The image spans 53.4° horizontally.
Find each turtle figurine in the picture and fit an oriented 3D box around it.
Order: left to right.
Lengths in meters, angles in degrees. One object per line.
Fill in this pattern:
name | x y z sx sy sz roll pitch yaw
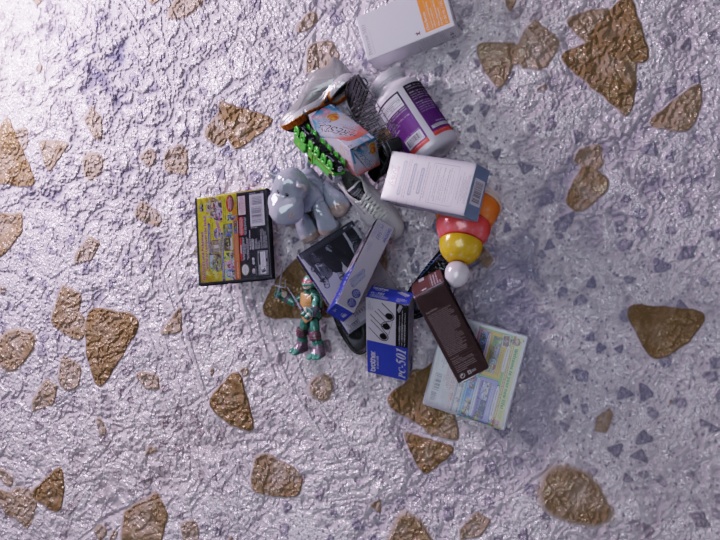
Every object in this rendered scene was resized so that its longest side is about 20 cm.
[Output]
turtle figurine | -0.121 0.086 1.557 0.099 0.149 0.204 -9 102 -25

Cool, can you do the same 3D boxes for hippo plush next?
hippo plush | -0.114 -0.158 1.532 0.157 0.161 0.203 21 96 16

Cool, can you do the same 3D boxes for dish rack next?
dish rack | 0.015 -0.303 1.503 0.054 0.154 0.202 -28 82 -17

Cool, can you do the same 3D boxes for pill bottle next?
pill bottle | 0.106 -0.321 1.492 0.112 0.112 0.202 -34 80 14

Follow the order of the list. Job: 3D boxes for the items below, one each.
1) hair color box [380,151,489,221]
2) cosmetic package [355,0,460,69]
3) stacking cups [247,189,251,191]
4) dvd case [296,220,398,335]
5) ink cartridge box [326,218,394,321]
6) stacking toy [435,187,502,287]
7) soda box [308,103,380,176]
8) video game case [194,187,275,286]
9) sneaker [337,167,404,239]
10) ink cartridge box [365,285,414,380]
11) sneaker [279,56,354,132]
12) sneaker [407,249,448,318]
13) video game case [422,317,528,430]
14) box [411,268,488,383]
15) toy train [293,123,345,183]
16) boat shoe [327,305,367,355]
hair color box | 0.141 -0.164 1.380 0.198 0.060 0.101 16 92 38
cosmetic package | 0.101 -0.517 1.517 0.197 0.071 0.103 -18 85 16
stacking cups | -0.291 -0.091 1.646 0.060 0.060 0.201 37 95 14
dvd case | -0.023 0.014 1.529 0.149 0.025 0.201 -32 85 -19
ink cartridge box | 0.000 0.000 1.467 0.044 0.094 0.202 28 71 -6
stacking toy | 0.197 -0.061 1.415 0.144 0.147 0.203 7 67 16
soda box | -0.036 -0.276 1.500 0.063 0.069 0.200 -27 42 -16
video game case | -0.281 -0.073 1.597 0.178 0.025 0.204 -6 84 14
sneaker | 0.016 -0.144 1.523 0.076 0.081 0.200 -43 94 7
ink cartridge box | 0.061 0.131 1.485 0.093 0.044 0.203 11 126 16
sneaker | -0.104 -0.389 1.585 0.199 0.076 0.093 -35 73 6
sneaker | 0.158 0.018 1.491 0.070 0.078 0.202 35 99 14
video game case | 0.239 0.209 1.495 0.179 0.022 0.203 15 93 17
box | 0.176 0.109 1.420 0.074 0.100 0.202 -28 102 8
toy train | -0.089 -0.246 1.507 0.200 0.041 0.057 50 144 42
boat shoe | -0.036 0.092 1.557 0.071 0.068 0.203 -24 84 13
